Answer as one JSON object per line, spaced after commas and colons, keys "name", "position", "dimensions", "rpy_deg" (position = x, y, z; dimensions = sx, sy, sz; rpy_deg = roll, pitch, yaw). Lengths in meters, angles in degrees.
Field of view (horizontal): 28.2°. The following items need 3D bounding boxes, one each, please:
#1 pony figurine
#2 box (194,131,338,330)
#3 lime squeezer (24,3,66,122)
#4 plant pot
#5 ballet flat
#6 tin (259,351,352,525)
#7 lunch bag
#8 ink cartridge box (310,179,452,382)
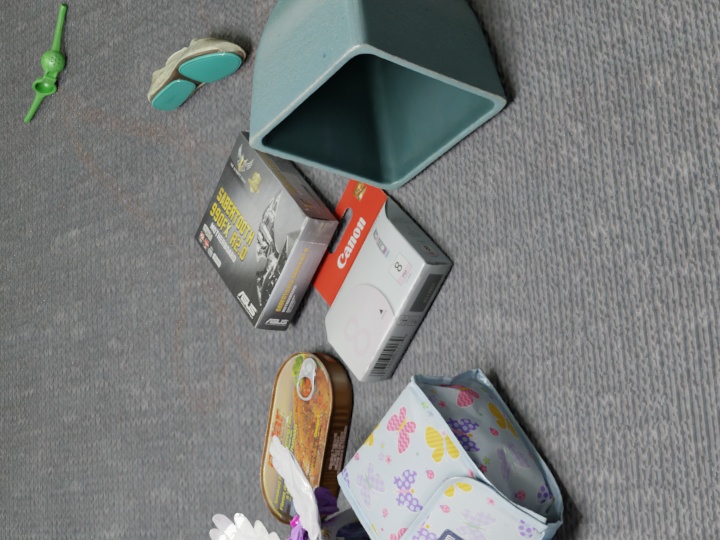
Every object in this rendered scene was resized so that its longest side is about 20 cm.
{"name": "pony figurine", "position": [-0.046, 0.288, 1.491], "dimensions": [0.193, 0.200, 0.167], "rpy_deg": [53, 125, 39]}
{"name": "box", "position": [-0.117, -0.048, 1.714], "dimensions": [0.200, 0.048, 0.159], "rpy_deg": [52, 125, 44]}
{"name": "lime squeezer", "position": [-0.483, -0.305, 2.193], "dimensions": [0.071, 0.038, 0.200], "rpy_deg": [44, 120, 43]}
{"name": "plant pot", "position": [0.009, -0.234, 1.498], "dimensions": [0.196, 0.196, 0.200], "rpy_deg": [-35, 50, 42]}
{"name": "ballet flat", "position": [-0.218, -0.270, 1.857], "dimensions": [0.200, 0.067, 0.062], "rpy_deg": [-22, 60, 46]}
{"name": "tin", "position": [-0.063, 0.192, 1.648], "dimensions": [0.112, 0.042, 0.200], "rpy_deg": [16, 98, 45]}
{"name": "lunch bag", "position": [0.091, 0.223, 1.397], "dimensions": [0.200, 0.127, 0.170], "rpy_deg": [56, 129, 28]}
{"name": "ink cartridge box", "position": [0.000, 0.000, 1.584], "dimensions": [0.200, 0.057, 0.163], "rpy_deg": [47, 121, 36]}
